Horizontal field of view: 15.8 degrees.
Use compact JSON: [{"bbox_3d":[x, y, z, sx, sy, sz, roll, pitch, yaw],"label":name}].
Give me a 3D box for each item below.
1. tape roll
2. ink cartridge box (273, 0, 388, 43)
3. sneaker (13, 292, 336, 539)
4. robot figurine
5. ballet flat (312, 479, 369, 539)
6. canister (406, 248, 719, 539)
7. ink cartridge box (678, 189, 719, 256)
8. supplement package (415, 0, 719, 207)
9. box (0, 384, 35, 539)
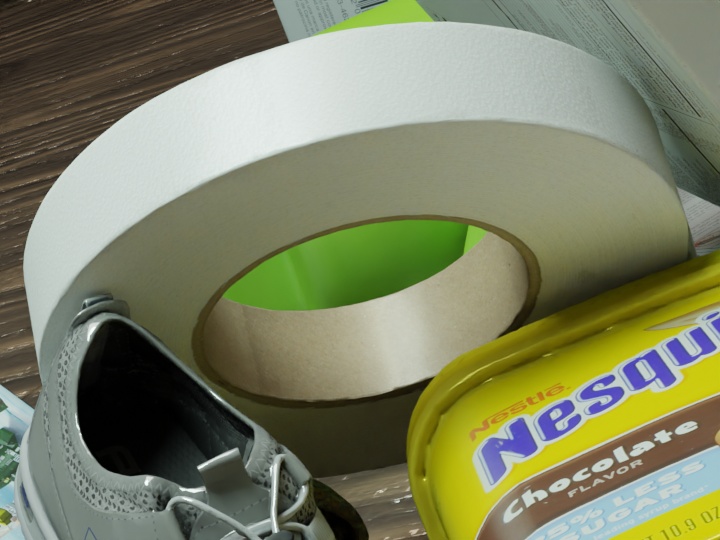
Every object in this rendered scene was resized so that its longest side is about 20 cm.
[{"bbox_3d":[0.000,0.000,0.783,0.202,0.037,0.203,-11,-31,-7],"label":"tape roll"},{"bbox_3d":[0.069,-0.126,1.361,0.199,0.146,0.083,-12,14,36],"label":"ink cartridge box"},{"bbox_3d":[-0.036,0.087,0.692,0.074,0.082,0.200,-24,50,-30],"label":"sneaker"},{"bbox_3d":[0.016,-0.043,1.012,0.199,0.116,0.175,-27,18,-16],"label":"robot figurine"},{"bbox_3d":[-0.067,0.122,0.814,0.070,0.071,0.200,-10,19,44],"label":"ballet flat"},{"bbox_3d":[0.096,0.069,0.697,0.148,0.087,0.200,-22,15,0],"label":"canister"},{"bbox_3d":[0.133,0.001,0.980,0.199,0.045,0.176,-29,13,-23],"label":"ink cartridge box"},{"bbox_3d":[0.119,-0.140,0.828,0.191,0.147,0.200,-50,34,-6],"label":"supplement package"},{"bbox_3d":[-0.118,0.104,0.754,0.200,0.040,0.137,32,48,25],"label":"box"}]
